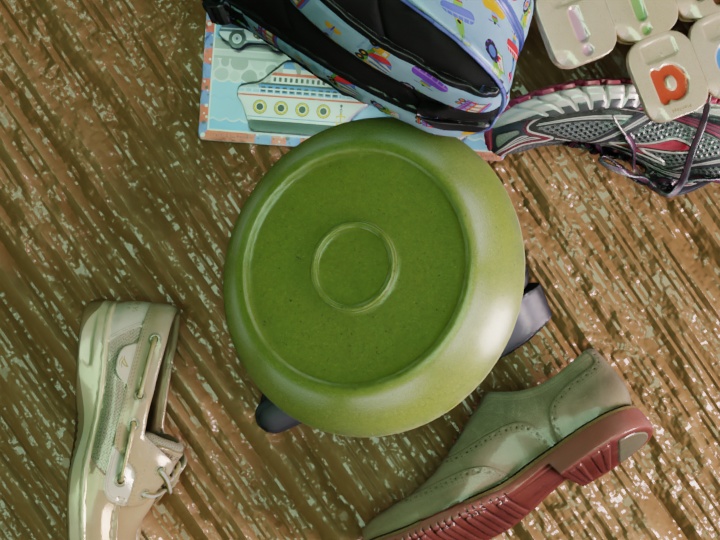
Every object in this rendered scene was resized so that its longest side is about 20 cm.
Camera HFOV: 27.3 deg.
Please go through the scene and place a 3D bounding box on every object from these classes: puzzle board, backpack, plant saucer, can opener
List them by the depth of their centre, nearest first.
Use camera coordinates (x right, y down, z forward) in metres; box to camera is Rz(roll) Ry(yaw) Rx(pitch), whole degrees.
[{"bbox_3d":[0.017,-0.173,0.848,0.200,0.183,0.135,35,78,2],"label":"backpack"},{"bbox_3d":[0.000,0.000,0.902,0.199,0.031,0.201,-4,79,20],"label":"plant saucer"},{"bbox_3d":[0.021,0.047,0.930,0.199,0.063,0.079,-27,91,3],"label":"can opener"},{"bbox_3d":[-0.001,-0.152,0.948,0.199,0.017,0.152,4,92,4],"label":"puzzle board"}]

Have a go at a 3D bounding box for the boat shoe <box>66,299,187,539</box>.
[{"bbox_3d":[-0.145,0.119,0.940,0.065,0.072,0.201,2,87,4],"label":"boat shoe"}]

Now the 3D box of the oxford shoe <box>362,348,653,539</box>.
[{"bbox_3d":[0.083,0.121,0.939,0.199,0.070,0.075,-28,64,5],"label":"oxford shoe"}]

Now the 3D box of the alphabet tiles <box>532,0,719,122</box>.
[{"bbox_3d":[0.187,-0.194,0.861,0.199,0.015,0.196,-21,88,-8],"label":"alphabet tiles"}]

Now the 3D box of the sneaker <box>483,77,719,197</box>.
[{"bbox_3d":[0.176,-0.081,0.909,0.199,0.081,0.075,0,94,3],"label":"sneaker"}]
